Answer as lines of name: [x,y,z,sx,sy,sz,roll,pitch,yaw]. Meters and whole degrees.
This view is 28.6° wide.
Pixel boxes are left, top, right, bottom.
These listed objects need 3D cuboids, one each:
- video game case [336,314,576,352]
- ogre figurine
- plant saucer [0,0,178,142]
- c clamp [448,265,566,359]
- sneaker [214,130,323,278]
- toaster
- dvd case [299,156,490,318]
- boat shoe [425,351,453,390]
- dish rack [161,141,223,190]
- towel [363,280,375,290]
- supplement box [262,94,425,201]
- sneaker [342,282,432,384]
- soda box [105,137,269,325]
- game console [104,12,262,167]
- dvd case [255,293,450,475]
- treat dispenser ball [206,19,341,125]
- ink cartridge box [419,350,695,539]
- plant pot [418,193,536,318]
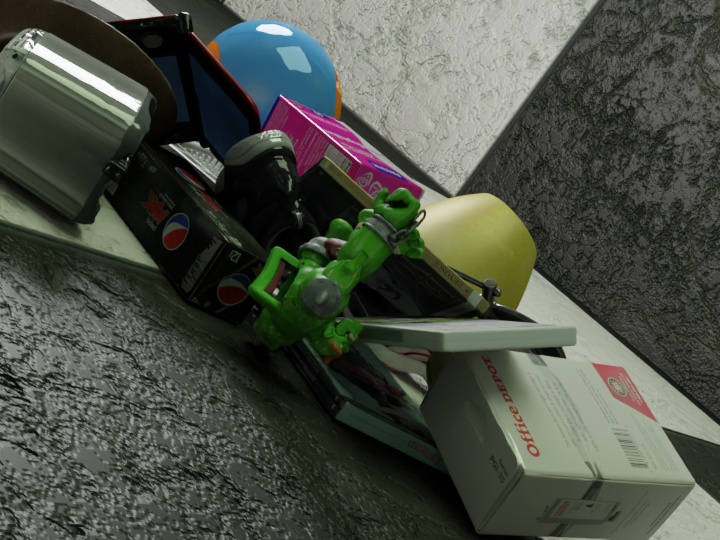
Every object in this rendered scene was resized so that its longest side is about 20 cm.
video game case: [0.066,0.052,1.206,0.142,0.018,0.199,-1,2,-34]
ogre figurine: [-0.028,0.007,1.160,0.199,0.120,0.099,-2,-52,52]
plant saucer: [-0.264,-0.170,1.297,0.198,0.035,0.201,18,-27,9]
c clamp: [0.147,0.092,1.508,0.170,0.202,0.027,25,46,27]
sneaker: [-0.091,-0.033,1.306,0.115,0.075,0.200,65,-23,21]
toaster: [-0.246,-0.120,1.155,0.128,0.114,0.200,31,12,-13]
dvd case: [0.017,-0.019,1.313,0.200,0.016,0.149,41,-19,-8]
boat shoe: [0.097,0.136,1.320,0.071,0.065,0.201,19,36,-23]
dish rack: [-0.149,-0.084,1.545,0.171,0.044,0.200,39,9,20]
towel: [0.000,0.000,1.492,0.145,0.024,0.200,17,-3,-20]
supplement box: [-0.034,-0.101,1.574,0.101,0.104,0.200,19,17,-40]
sneaker: [0.075,0.067,1.470,0.199,0.087,0.081,35,22,-13]
soda box: [-0.153,-0.039,1.250,0.070,0.064,0.200,28,13,-44]
game console: [-0.180,-0.138,1.349,0.201,0.170,0.120,90,-8,-63]
dvd case: [-0.006,0.098,1.268,0.145,0.022,0.200,31,12,-35]
treat dispenser ball: [-0.122,-0.217,1.803,0.200,0.202,0.201,36,9,-7]
ink cartridge box: [0.167,0.150,1.224,0.198,0.083,0.147,9,38,-33]
plant pot: [0.126,-0.009,1.692,0.200,0.142,0.200,47,-14,15]
